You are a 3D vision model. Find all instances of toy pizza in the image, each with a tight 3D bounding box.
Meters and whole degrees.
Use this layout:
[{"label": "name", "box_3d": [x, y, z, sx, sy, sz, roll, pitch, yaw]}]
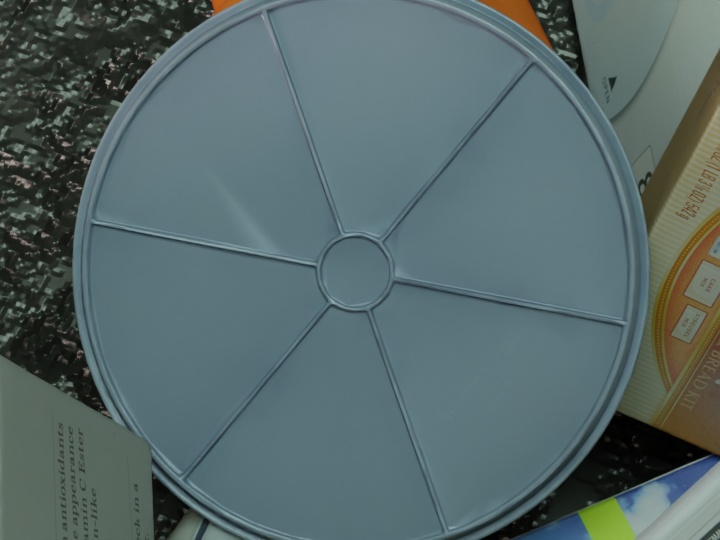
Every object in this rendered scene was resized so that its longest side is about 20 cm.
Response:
[{"label": "toy pizza", "box_3d": [0.000, 0.000, 0.977, 0.199, 0.032, 0.202, 0, 92, 7]}]

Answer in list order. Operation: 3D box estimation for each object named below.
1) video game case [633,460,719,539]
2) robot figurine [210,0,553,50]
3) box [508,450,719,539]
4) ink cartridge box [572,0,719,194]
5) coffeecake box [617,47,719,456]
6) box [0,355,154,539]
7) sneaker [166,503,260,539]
[{"label": "video game case", "box_3d": [0.120, 0.169, 0.851, 0.200, 0.022, 0.183, -40, 89, -13]}, {"label": "robot figurine", "box_3d": [0.003, -0.039, 1.066, 0.143, 0.117, 0.201, -13, 63, -11]}, {"label": "box", "box_3d": [0.086, 0.149, 1.001, 0.199, 0.048, 0.122, -22, 66, -12]}, {"label": "ink cartridge box", "box_3d": [0.146, -0.109, 1.057, 0.047, 0.200, 0.161, 5, 59, -21]}, {"label": "coffeecake box", "box_3d": [0.194, 0.010, 0.990, 0.199, 0.154, 0.073, 24, 43, -1]}, {"label": "box", "box_3d": [-0.176, 0.147, 0.904, 0.199, 0.131, 0.200, -8, 71, 17]}, {"label": "sneaker", "box_3d": [-0.091, 0.139, 0.990, 0.070, 0.073, 0.201, 25, 64, 9]}]
